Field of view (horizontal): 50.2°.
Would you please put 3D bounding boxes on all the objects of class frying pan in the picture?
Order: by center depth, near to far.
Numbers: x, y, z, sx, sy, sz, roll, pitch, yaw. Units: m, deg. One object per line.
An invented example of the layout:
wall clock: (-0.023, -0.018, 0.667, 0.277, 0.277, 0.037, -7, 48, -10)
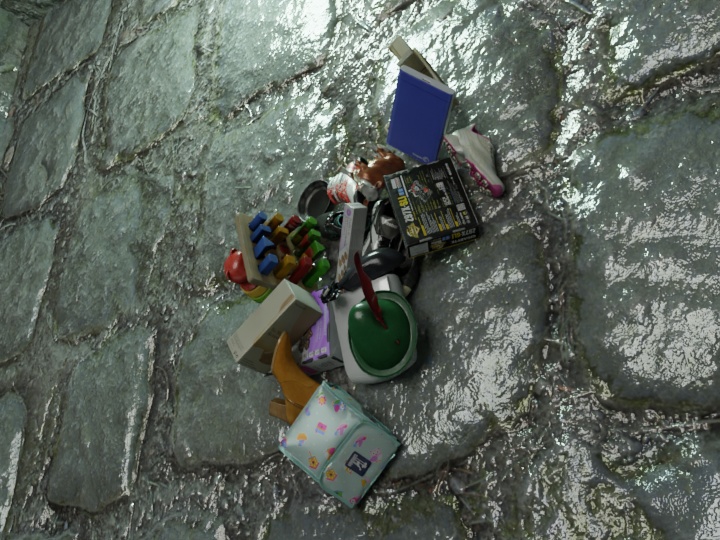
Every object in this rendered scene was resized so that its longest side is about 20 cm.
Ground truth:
frying pan: (-0.128, -0.136, 1.930, 0.114, 0.031, 0.193, 19, 84, 44)

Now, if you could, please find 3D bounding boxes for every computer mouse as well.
computer mouse: (0.000, 0.000, 1.626, 0.197, 0.139, 0.053, -27, 94, 7)

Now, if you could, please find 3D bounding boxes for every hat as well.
hat: (-0.001, 0.101, 1.485, 0.164, 0.175, 0.204, -24, 68, 26)

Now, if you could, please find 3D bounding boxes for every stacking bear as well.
stacking bear: (-0.240, 0.017, 1.826, 0.112, 0.199, 0.124, -1, 67, 39)

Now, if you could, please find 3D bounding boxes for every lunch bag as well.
lunch bag: (-0.037, 0.349, 1.538, 0.199, 0.122, 0.171, 37, 90, 21)

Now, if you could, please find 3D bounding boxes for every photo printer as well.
photo printer: (0.030, 0.130, 1.609, 0.164, 0.069, 0.204, -23, 69, 30)

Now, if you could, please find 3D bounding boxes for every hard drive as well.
hard drive: (0.129, -0.334, 1.685, 0.130, 0.202, 0.025, 30, 52, 16)

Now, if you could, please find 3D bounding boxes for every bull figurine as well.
bull figurine: (0.026, -0.223, 1.749, 0.121, 0.200, 0.066, 41, 131, 10)

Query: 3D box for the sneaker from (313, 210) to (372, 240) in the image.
sneaker: (-0.048, -0.117, 1.816, 0.197, 0.079, 0.077, 2, 76, 43)

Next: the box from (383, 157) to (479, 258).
box: (0.149, -0.137, 1.635, 0.157, 0.050, 0.203, -17, 55, 0)

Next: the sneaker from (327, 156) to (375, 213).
sneaker: (-0.026, -0.178, 1.821, 0.107, 0.067, 0.203, -33, 34, 25)

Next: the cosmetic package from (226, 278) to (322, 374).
cosmetic package: (-0.189, 0.126, 1.695, 0.200, 0.105, 0.071, -47, 49, 12)

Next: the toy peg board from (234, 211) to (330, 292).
toy peg board: (-0.172, -0.056, 1.790, 0.098, 0.197, 0.202, -44, 47, 30)

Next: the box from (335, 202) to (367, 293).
box: (-0.022, -0.049, 1.720, 0.039, 0.041, 0.204, 32, 122, 49)

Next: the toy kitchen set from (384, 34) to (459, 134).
toy kitchen set: (0.112, -0.371, 1.729, 0.180, 0.199, 0.164, -41, 47, 15)

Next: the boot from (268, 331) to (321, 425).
boot: (-0.119, 0.240, 1.651, 0.141, 0.071, 0.206, 11, 103, 16)

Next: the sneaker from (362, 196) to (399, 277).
sneaker: (0.052, -0.079, 1.704, 0.090, 0.065, 0.204, 141, 143, -63)

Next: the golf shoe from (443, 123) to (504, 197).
golf shoe: (0.256, -0.240, 1.632, 0.091, 0.076, 0.201, -33, 57, -2)

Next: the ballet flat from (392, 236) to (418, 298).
ballet flat: (0.096, -0.035, 1.668, 0.066, 0.057, 0.204, -3, 67, 38)

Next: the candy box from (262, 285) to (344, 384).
candy box: (-0.127, 0.150, 1.751, 0.197, 0.071, 0.171, -22, 56, 30)
